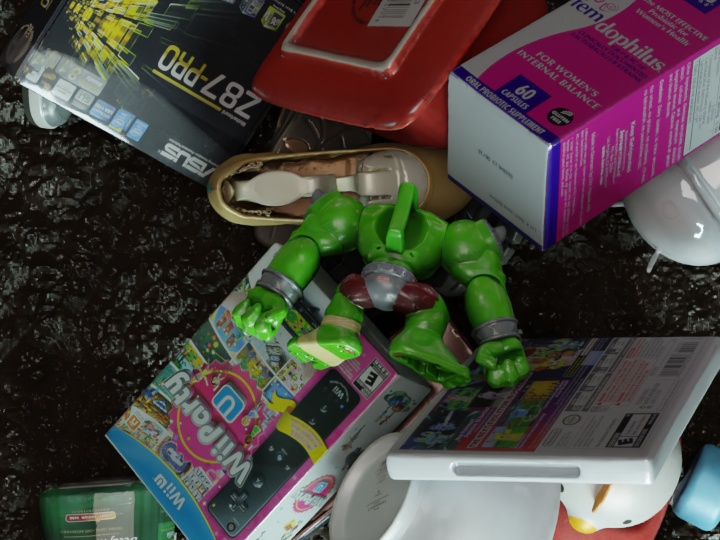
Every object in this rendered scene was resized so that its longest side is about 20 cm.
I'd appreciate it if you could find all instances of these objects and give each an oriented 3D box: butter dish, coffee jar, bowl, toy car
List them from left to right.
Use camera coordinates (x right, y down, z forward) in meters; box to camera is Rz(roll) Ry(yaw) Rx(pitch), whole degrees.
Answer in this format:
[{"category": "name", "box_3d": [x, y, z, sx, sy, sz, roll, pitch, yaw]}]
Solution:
[{"category": "coffee jar", "box_3d": [-0.189, 0.260, 1.483, 0.104, 0.085, 0.201, -5, 87, 6]}, {"category": "bowl", "box_3d": [0.041, 0.176, 1.357, 0.090, 0.201, 0.202, 31, 91, -26]}, {"category": "butter dish", "box_3d": [0.055, -0.161, 1.409, 0.148, 0.199, 0.200, 44, 74, -36]}, {"category": "toy car", "box_3d": [0.171, 0.155, 1.387, 0.184, 0.200, 0.177, 28, 82, 8]}]

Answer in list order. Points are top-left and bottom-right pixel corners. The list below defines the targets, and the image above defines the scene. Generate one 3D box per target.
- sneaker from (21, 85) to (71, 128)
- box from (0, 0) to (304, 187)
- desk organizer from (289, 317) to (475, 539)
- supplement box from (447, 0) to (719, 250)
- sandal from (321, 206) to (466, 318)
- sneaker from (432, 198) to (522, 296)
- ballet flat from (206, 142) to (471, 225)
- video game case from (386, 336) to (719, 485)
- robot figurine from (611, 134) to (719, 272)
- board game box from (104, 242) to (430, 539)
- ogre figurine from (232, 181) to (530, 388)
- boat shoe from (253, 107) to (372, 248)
[{"category": "sneaker", "box_3d": [-0.182, -0.197, 1.514, 0.120, 0.084, 0.201, 16, 87, 16]}, {"category": "box", "box_3d": [-0.147, -0.173, 1.455, 0.200, 0.049, 0.162, 30, 100, -37]}, {"category": "desk organizer", "box_3d": [0.008, 0.116, 1.478, 0.200, 0.072, 0.077, -39, 81, 3]}, {"category": "supplement box", "box_3d": [0.166, -0.120, 1.336, 0.200, 0.104, 0.101, -32, 53, -26]}, {"category": "sandal", "box_3d": [0.000, 0.001, 1.467, 0.200, 0.043, 0.076, -39, 56, 16]}, {"category": "sneaker", "box_3d": [0.098, -0.076, 1.489, 0.079, 0.075, 0.201, 27, 91, 29]}, {"category": "ballet flat", "box_3d": [-0.014, -0.057, 1.409, 0.199, 0.063, 0.069, -5, 90, 3]}, {"category": "video game case", "box_3d": [0.136, 0.092, 1.312, 0.181, 0.200, 0.023, -1, 111, 25]}, {"category": "robot figurine", "box_3d": [0.277, -0.080, 1.437, 0.200, 0.113, 0.170, -34, 45, 4]}, {"category": "board game box", "box_3d": [-0.070, 0.105, 1.431, 0.200, 0.064, 0.148, -48, 64, 10]}, {"category": "ogre figurine", "box_3d": [0.024, 0.010, 1.341, 0.199, 0.098, 0.120, 4, 66, 25]}, {"category": "boat shoe", "box_3d": [-0.029, -0.105, 1.493, 0.074, 0.073, 0.201, 27, 81, -14]}]
